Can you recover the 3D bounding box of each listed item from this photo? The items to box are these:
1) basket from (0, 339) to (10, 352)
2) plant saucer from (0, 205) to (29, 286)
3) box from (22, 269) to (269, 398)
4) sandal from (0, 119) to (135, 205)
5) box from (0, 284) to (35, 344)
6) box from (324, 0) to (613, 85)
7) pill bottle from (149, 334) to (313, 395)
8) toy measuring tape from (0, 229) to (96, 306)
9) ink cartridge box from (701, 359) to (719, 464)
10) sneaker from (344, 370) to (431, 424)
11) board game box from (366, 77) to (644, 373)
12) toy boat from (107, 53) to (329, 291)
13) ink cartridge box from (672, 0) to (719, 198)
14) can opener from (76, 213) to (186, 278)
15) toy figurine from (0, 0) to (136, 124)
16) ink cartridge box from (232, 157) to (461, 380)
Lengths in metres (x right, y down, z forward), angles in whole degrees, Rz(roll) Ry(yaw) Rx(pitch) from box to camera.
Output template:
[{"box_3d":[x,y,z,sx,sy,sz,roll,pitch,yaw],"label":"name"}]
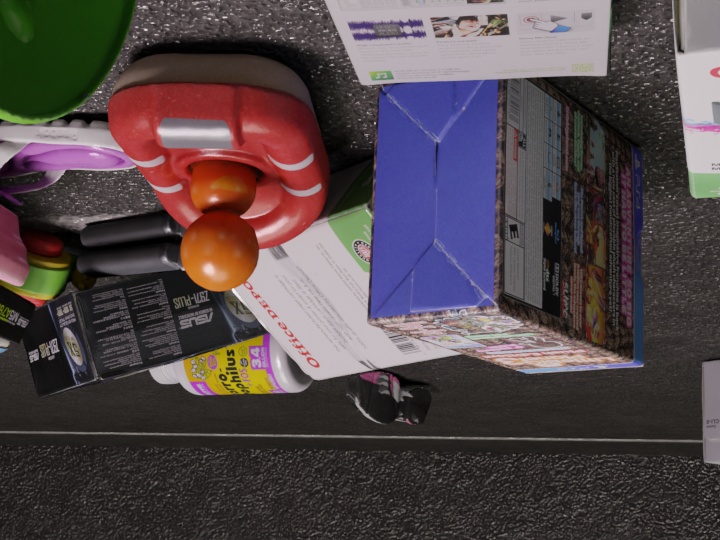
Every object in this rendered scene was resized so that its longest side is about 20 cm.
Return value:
[{"box_3d":[-0.493,0.059,1.215,0.199,0.140,0.176,-14,161,20],"label":"basket"},{"box_3d":[-0.336,-0.051,0.852,0.199,0.051,0.201,24,173,3],"label":"plant saucer"},{"box_3d":[-0.214,0.055,1.138,0.199,0.087,0.163,-14,177,-37],"label":"box"},{"box_3d":[-0.254,-0.076,0.843,0.201,0.050,0.082,-4,163,27],"label":"sandal"},{"box_3d":[-0.389,-0.005,0.947,0.192,0.048,0.200,21,170,4],"label":"box"},{"box_3d":[0.052,-0.148,0.556,0.143,0.037,0.200,0,166,10],"label":"box"},{"box_3d":[-0.157,0.098,1.384,0.199,0.105,0.104,-5,164,25],"label":"pill bottle"},{"box_3d":[-0.343,-0.011,1.068,0.199,0.074,0.073,15,161,-24],"label":"toy measuring tape"},{"box_3d":[0.591,0.202,1.579,0.199,0.146,0.145,12,163,-35],"label":"ink cartridge box"},{"box_3d":[0.028,0.209,1.842,0.086,0.081,0.200,5,164,36],"label":"sneaker"},{"box_3d":[0.104,-0.027,0.759,0.096,0.161,0.199,-8,162,37],"label":"board game box"},{"box_3d":[-0.090,-0.050,0.754,0.129,0.132,0.200,2,165,6],"label":"toy boat"},{"box_3d":[0.234,-0.109,0.573,0.144,0.088,0.200,-2,163,17],"label":"ink cartridge box"},{"box_3d":[-0.166,-0.021,1.036,0.199,0.054,0.067,-6,163,32],"label":"can opener"},{"box_3d":[-0.206,-0.156,0.428,0.183,0.151,0.201,7,146,18],"label":"toy figurine"},{"box_3d":[0.000,0.000,0.901,0.199,0.085,0.146,-14,122,48],"label":"ink cartridge box"}]
